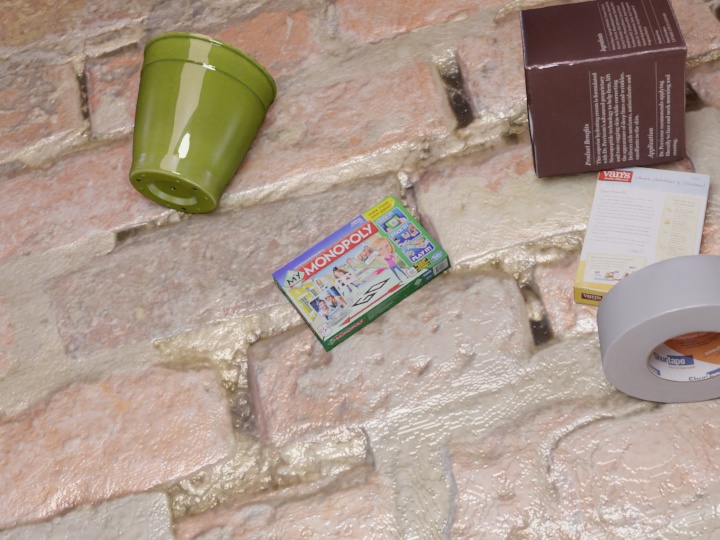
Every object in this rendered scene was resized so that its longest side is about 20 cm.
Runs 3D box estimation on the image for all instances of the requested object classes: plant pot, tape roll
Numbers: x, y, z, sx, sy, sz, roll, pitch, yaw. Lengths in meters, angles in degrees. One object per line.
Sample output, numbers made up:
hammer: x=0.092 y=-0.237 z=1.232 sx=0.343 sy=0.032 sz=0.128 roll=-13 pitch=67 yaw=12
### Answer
plant pot: x=-0.237 y=-0.193 z=1.532 sx=0.197 sy=0.201 sz=0.196 roll=9 pitch=70 yaw=18
tape roll: x=0.361 y=0.068 z=1.196 sx=0.197 sy=0.201 sz=0.067 roll=-6 pitch=54 yaw=8

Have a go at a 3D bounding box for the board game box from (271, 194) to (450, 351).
board game box: x=0.000 y=0.000 z=1.430 sx=0.199 sy=0.029 sz=0.135 roll=-34 pitch=56 yaw=-12

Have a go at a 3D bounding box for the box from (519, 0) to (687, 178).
box: x=0.314 y=-0.243 z=1.423 sx=0.196 sy=0.168 sz=0.166 roll=-5 pitch=38 yaw=9

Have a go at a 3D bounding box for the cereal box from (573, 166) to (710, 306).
cereal box: x=0.355 y=-0.041 z=1.373 sx=0.141 sy=0.040 sz=0.202 roll=9 pitch=57 yaw=19
